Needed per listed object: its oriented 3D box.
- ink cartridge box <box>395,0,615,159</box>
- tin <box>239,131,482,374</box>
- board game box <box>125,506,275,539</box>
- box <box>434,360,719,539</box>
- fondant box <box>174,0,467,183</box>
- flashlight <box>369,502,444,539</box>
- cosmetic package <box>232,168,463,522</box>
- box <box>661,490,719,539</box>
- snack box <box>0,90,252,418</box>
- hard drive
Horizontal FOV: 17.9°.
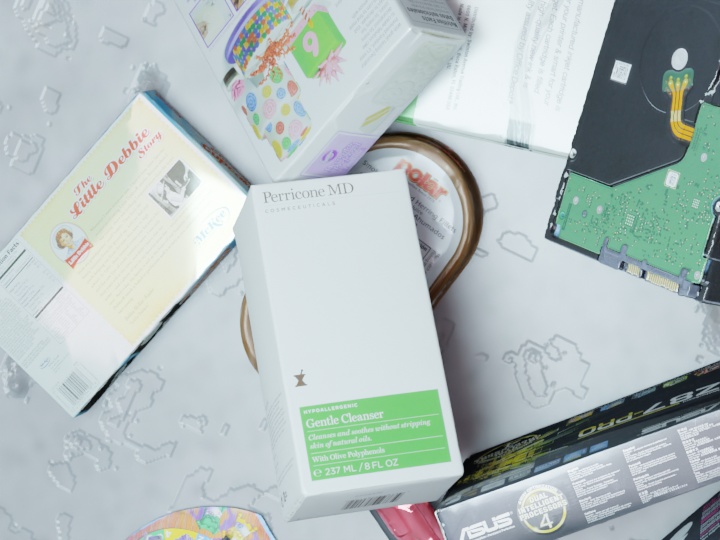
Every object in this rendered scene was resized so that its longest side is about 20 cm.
[{"bbox_3d":[0.108,-0.152,1.471,0.199,0.083,0.148,14,97,10],"label":"ink cartridge box"},{"bbox_3d":[0.000,0.000,1.530,0.112,0.042,0.200,36,100,1],"label":"tin"},{"bbox_3d":[-0.104,0.266,1.571,0.157,0.039,0.201,-31,89,12],"label":"board game box"},{"bbox_3d":[0.154,0.122,1.447,0.199,0.161,0.049,-21,96,13],"label":"box"},{"bbox_3d":[-0.037,-0.174,1.450,0.144,0.058,0.201,-46,57,30],"label":"fondant box"},{"bbox_3d":[0.035,0.159,1.504,0.067,0.068,0.201,-30,101,14],"label":"flashlight"},{"bbox_3d":[-0.010,0.047,1.431,0.107,0.085,0.201,-8,75,-13],"label":"cosmetic package"},{"bbox_3d":[0.242,0.228,1.449,0.132,0.115,0.200,44,110,-5],"label":"box"},{"bbox_3d":[-0.169,-0.011,1.560,0.116,0.037,0.200,44,101,4],"label":"snack box"},{"bbox_3d":[0.192,-0.093,1.360,0.139,0.038,0.201,24,100,50],"label":"hard drive"}]
